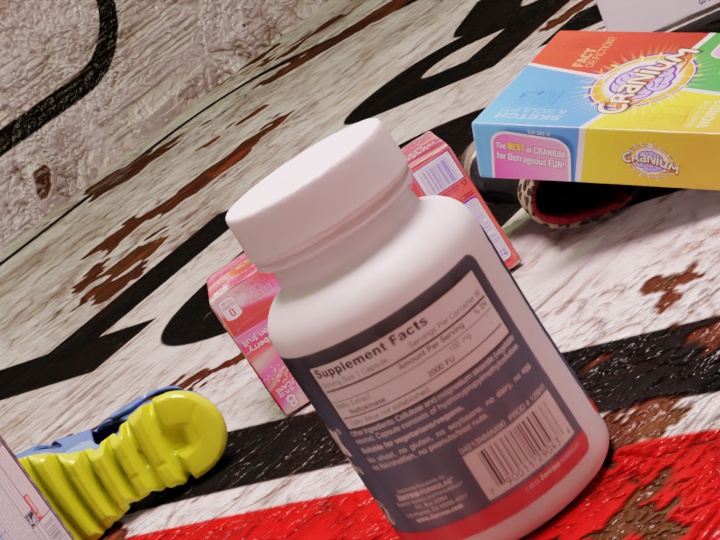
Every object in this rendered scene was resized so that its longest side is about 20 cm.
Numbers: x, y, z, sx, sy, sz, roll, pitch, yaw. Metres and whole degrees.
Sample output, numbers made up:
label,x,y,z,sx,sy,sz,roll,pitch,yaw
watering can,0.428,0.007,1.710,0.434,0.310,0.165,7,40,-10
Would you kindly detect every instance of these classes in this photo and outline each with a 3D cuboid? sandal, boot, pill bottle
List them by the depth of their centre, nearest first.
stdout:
label,x,y,z,sx,sy,sz,roll,pitch,yaw
pill bottle,0.024,0.032,0.976,0.119,0.200,0.120,-31,12,7
sandal,-0.179,0.139,1.400,0.200,0.080,0.087,-23,10,8
boot,0.175,-0.098,1.408,0.200,0.073,0.151,-27,16,-4

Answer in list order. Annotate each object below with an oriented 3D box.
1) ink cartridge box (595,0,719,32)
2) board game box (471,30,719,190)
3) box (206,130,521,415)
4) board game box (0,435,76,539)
label,x,y,z,sx,sy,sz,roll,pitch,yaw
ink cartridge box,0.273,-0.269,1.528,0.144,0.146,0.200,-22,-2,38
board game box,0.193,-0.105,1.279,0.200,0.040,0.153,4,31,29
box,0.000,0.000,1.406,0.200,0.103,0.095,-34,12,1
board game box,-0.295,0.191,1.269,0.097,0.160,0.200,-26,13,32
